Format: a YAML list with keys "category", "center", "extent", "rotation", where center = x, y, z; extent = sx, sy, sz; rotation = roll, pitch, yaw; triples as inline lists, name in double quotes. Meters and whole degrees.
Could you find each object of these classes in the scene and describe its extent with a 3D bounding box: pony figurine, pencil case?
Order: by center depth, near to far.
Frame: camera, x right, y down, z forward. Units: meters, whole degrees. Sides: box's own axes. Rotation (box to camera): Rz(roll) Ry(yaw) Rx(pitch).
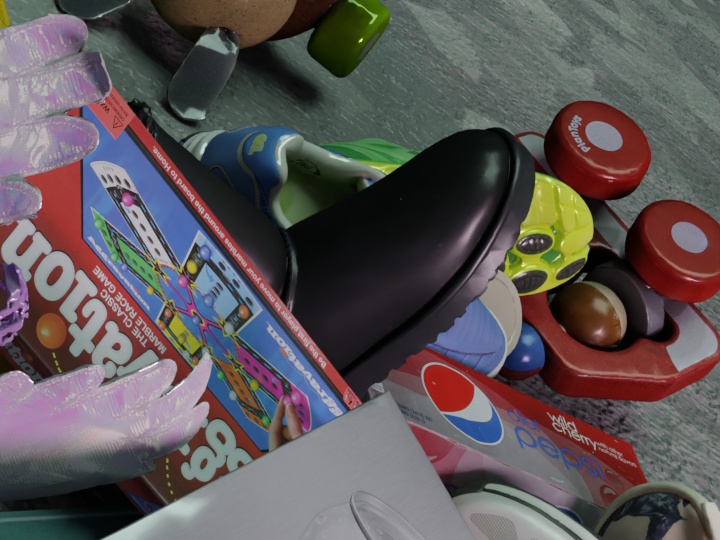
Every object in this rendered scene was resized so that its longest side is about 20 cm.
- category: "pony figurine"
  center: [-0.152, 0.030, 0.553]
  extent: [0.200, 0.191, 0.168]
  rotation: [-94, 171, -65]
- category: "pencil case"
  center: [0.185, 0.167, 0.891]
  extent: [0.200, 0.089, 0.078]
  rotation: [34, 25, -43]

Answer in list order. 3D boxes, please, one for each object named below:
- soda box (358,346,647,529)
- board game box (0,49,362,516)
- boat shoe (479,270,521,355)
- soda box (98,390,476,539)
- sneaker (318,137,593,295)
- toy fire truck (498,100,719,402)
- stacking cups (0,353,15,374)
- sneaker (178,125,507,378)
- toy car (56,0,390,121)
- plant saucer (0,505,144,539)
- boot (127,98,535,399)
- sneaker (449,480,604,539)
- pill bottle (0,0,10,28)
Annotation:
- category: "soda box"
  center: [0.054, 0.094, 0.886]
  extent: [0.199, 0.063, 0.070]
  rotation: [27, 28, -32]
- category: "board game box"
  center: [-0.074, 0.026, 0.690]
  extent: [0.201, 0.019, 0.103]
  rotation: [52, 49, -23]
- category: "boat shoe"
  center: [-0.007, 0.020, 0.952]
  extent: [0.199, 0.062, 0.074]
  rotation: [8, 81, -39]
- category: "soda box"
  center: [-0.051, 0.110, 0.618]
  extent: [0.199, 0.063, 0.069]
  rotation: [-22, 80, -48]
- category: "sneaker"
  center: [0.039, -0.041, 1.035]
  extent: [0.198, 0.075, 0.084]
  rotation: [11, 24, -17]
- category: "toy fire truck"
  center: [0.117, 0.001, 1.118]
  extent: [0.167, 0.113, 0.201]
  rotation: [-20, 63, -35]
- category: "stacking cups"
  center: [-0.059, 0.070, 0.754]
  extent: [0.199, 0.061, 0.061]
  rotation: [30, 26, -34]
- category: "sneaker"
  center: [0.000, 0.000, 0.870]
  extent: [0.199, 0.077, 0.076]
  rotation: [33, 62, -29]
- category: "toy car"
  center: [-0.082, -0.170, 1.096]
  extent: [0.164, 0.158, 0.200]
  rotation: [39, 52, 3]
- category: "plant saucer"
  center: [-0.105, 0.113, 0.665]
  extent: [0.199, 0.019, 0.070]
  rotation: [7, 41, -54]
- category: "boot"
  center: [-0.044, -0.015, 0.767]
  extent: [0.162, 0.198, 0.074]
  rotation: [34, 20, -31]
- category: "sneaker"
  center: [0.085, 0.178, 0.774]
  extent: [0.201, 0.076, 0.115]
  rotation: [51, 23, 15]
- category: "pill bottle"
  center: [-0.198, -0.094, 0.756]
  extent: [0.112, 0.113, 0.201]
  rotation: [23, 29, -36]
